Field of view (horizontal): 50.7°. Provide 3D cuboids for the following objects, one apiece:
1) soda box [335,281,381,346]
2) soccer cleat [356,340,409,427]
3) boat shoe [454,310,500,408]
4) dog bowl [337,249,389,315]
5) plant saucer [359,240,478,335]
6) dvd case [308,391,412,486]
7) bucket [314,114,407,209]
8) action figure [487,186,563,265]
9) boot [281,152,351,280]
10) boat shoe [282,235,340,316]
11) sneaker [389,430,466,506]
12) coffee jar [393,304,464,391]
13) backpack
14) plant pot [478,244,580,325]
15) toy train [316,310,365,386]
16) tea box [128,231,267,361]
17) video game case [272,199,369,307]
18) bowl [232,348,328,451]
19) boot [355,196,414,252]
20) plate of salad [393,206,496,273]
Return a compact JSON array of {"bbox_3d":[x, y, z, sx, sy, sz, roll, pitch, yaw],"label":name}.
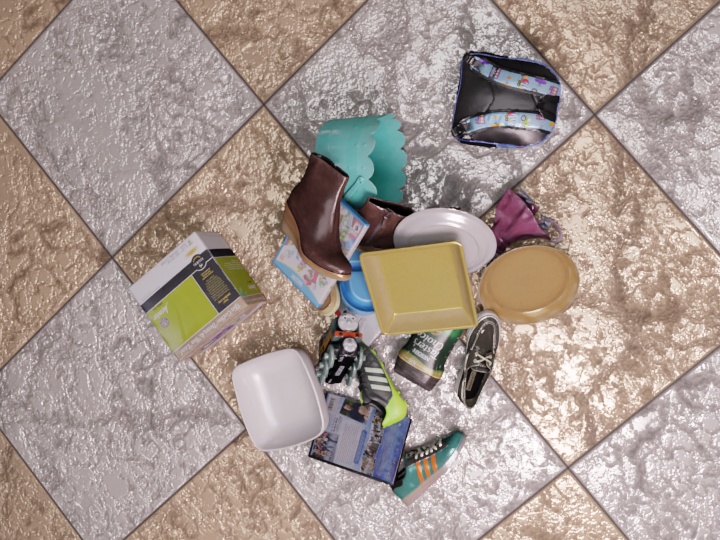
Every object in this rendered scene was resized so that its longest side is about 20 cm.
[{"bbox_3d":[-0.027,0.065,1.607,0.200,0.063,0.068,44,100,7],"label":"soda box"},{"bbox_3d":[0.022,0.231,1.584,0.080,0.068,0.201,-28,72,-19],"label":"soccer cleat"},{"bbox_3d":[0.243,0.182,1.536,0.070,0.064,0.203,9,106,-8],"label":"boat shoe"},{"bbox_3d":[0.000,0.000,1.567,0.110,0.050,0.203,-2,67,-16],"label":"dog bowl"},{"bbox_3d":[0.116,0.026,1.465,0.197,0.049,0.202,-6,123,17],"label":"plant saucer"},{"bbox_3d":[-0.002,0.354,1.608,0.197,0.018,0.145,14,83,18],"label":"dvd case"},{"bbox_3d":[0.002,-0.213,1.523,0.133,0.207,0.211,3,93,22],"label":"bucket"},{"bbox_3d":[0.280,-0.070,1.537,0.200,0.148,0.135,-45,42,24],"label":"action figure"},{"bbox_3d":[-0.062,-0.098,1.390,0.200,0.072,0.168,44,119,29],"label":"boot"},{"bbox_3d":[-0.108,0.008,1.549,0.074,0.066,0.201,-43,56,15],"label":"boat shoe"},{"bbox_3d":[0.135,0.397,1.582,0.080,0.071,0.200,42,101,3],"label":"sneaker"},{"bbox_3d":[0.150,0.141,1.561,0.103,0.085,0.202,27,98,8],"label":"coffee jar"},{"bbox_3d":[0.287,-0.325,1.489,0.197,0.134,0.185,9,94,12],"label":"backpack"},{"bbox_3d":[0.331,0.025,1.501,0.197,0.028,0.202,0,128,0],"label":"plant pot"},{"bbox_3d":[-0.043,0.161,1.545,0.084,0.201,0.115,3,62,-12],"label":"toy train"},{"bbox_3d":[-0.347,0.053,1.639,0.199,0.134,0.198,-37,84,11],"label":"tea box"},{"bbox_3d":[-0.080,-0.051,1.472,0.143,0.018,0.201,43,116,24],"label":"video game case"},{"bbox_3d":[-0.161,0.271,1.623,0.198,0.074,0.203,-20,86,27],"label":"bowl"},{"bbox_3d":[-0.008,-0.098,1.485,0.197,0.167,0.073,15,56,-9],"label":"boot"},{"bbox_3d":[0.162,-0.059,1.460,0.197,0.201,0.049,3,52,12],"label":"plate of salad"}]
